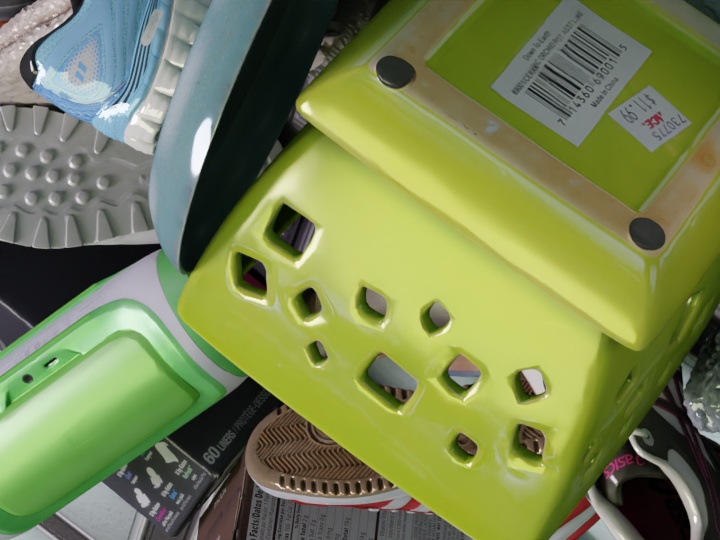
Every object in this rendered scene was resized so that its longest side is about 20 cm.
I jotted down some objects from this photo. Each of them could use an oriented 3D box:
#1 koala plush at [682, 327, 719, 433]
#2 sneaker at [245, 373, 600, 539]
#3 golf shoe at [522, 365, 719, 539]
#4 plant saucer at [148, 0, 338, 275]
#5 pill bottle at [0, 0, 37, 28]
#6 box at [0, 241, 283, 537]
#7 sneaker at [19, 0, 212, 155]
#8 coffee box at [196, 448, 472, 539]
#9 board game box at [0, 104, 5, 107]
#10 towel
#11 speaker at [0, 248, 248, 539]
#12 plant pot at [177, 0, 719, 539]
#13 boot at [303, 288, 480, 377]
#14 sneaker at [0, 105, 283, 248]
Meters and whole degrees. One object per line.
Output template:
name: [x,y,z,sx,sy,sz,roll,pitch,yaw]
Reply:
koala plush: [0.219,0.132,0.979,0.183,0.200,0.178,-11,121,50]
sneaker: [0.046,0.109,1.187,0.199,0.071,0.113,-8,146,14]
golf shoe: [0.124,0.065,1.066,0.077,0.088,0.200,-33,85,16]
plant saucer: [-0.045,-0.094,0.955,0.027,0.201,0.200,24,145,4]
pill bottle: [-0.181,-0.194,1.092,0.106,0.106,0.200,37,146,6]
box: [-0.139,0.038,1.304,0.200,0.122,0.106,38,147,2]
sneaker: [-0.093,-0.153,0.969,0.090,0.201,0.078,17,155,0]
coffee box: [0.008,0.178,1.280,0.199,0.080,0.113,14,149,-12]
board game box: [-0.233,-0.084,1.186,0.032,0.200,0.120,-1,129,44]
towel: [-0.108,-0.112,1.111,0.132,0.035,0.200,11,164,-32]
speaker: [-0.147,0.067,1.187,0.200,0.089,0.089,-34,106,18]
plant pot: [0.066,-0.031,0.958,0.199,0.200,0.182,36,141,8]
boot: [0.000,0.000,1.179,0.199,0.075,0.097,-2,119,34]
sneaker: [-0.140,-0.041,1.184,0.199,0.077,0.080,4,170,-11]
